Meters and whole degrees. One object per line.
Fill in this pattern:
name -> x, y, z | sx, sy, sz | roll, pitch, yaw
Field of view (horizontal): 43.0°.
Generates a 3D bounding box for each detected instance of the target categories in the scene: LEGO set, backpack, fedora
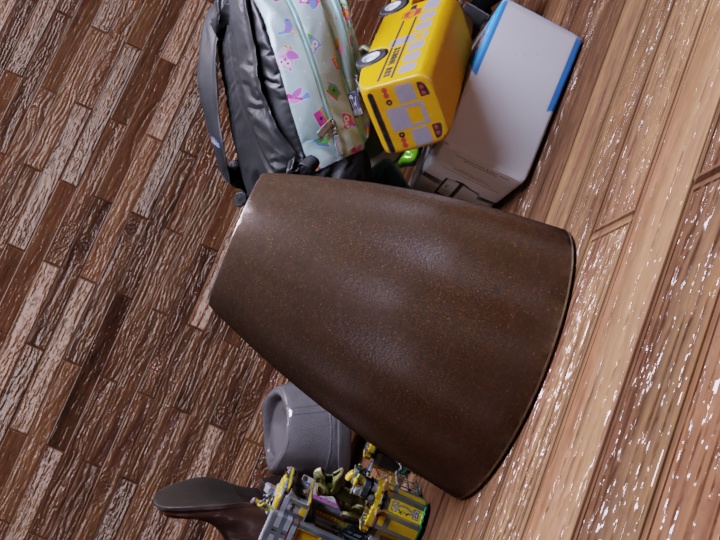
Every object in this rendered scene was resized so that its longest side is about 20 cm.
LEGO set -> -0.026, 0.187, 0.728 | 0.200, 0.114, 0.156 | -77, 11, -71
backpack -> -0.066, -0.164, 0.829 | 0.166, 0.125, 0.204 | 0, 107, 54
fedora -> -0.074, 0.203, 1.137 | 0.200, 0.088, 0.180 | 122, 144, -63

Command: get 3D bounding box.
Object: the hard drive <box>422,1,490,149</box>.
hard drive -> 0.114, -0.208, 1.077 | 0.141, 0.038, 0.200 | -55, -18, 0

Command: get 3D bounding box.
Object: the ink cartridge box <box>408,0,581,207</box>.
ink cartridge box -> 0.120, -0.142, 0.880 | 0.200, 0.083, 0.148 | 129, 164, -81

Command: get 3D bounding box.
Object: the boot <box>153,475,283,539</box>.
boot -> -0.157, 0.344, 1.061 | 0.064, 0.183, 0.204 | -140, 57, -63

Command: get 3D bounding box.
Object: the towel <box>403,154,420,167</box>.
towel -> 0.067, -0.188, 1.250 | 0.049, 0.197, 0.112 | 62, 154, 24

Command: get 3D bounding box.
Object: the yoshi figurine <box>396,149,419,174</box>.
yoshi figurine -> 0.049, -0.109, 1.089 | 0.113, 0.200, 0.112 | -49, 16, -13

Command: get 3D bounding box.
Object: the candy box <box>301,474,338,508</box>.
candy box -> -0.061, 0.312, 0.957 | 0.200, 0.060, 0.139 | -127, 60, -86

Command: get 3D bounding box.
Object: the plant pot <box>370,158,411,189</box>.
plant pot -> 0.000, 0.000, 0.957 | 0.140, 0.142, 0.200 | -35, -1, -8

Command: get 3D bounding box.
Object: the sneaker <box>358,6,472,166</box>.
sneaker -> 0.038, -0.206, 0.928 | 0.067, 0.090, 0.202 | 14, 70, 54

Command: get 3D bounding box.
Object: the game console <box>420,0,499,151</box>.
game console -> 0.128, -0.252, 1.128 | 0.199, 0.117, 0.175 | -40, 10, -25

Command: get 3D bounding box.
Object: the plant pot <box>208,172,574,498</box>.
plant pot -> 0.008, 0.021, 0.600 | 0.187, 0.197, 0.190 | -157, 90, -87

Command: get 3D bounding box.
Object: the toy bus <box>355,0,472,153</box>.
toy bus -> 0.050, -0.184, 0.807 | 0.066, 0.077, 0.201 | 62, -152, -31
